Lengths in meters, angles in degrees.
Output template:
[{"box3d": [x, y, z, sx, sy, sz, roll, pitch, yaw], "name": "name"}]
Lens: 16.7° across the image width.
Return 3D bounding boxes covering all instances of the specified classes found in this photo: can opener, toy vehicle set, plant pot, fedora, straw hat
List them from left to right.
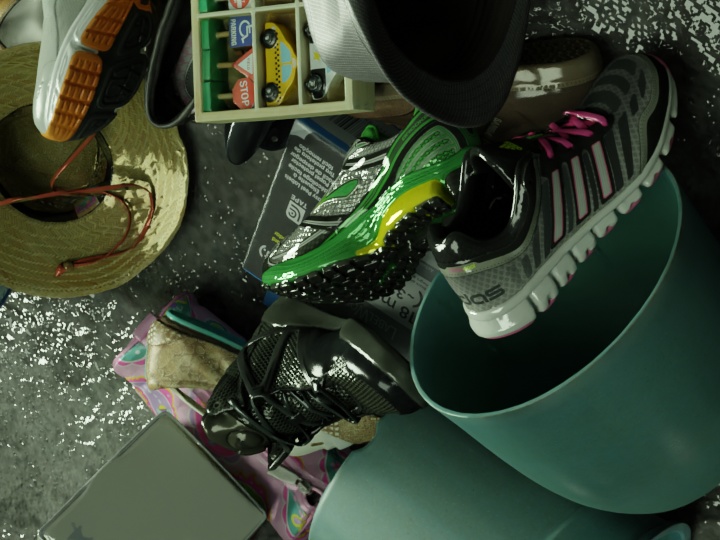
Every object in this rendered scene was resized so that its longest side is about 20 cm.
[{"box3d": [-0.223, -0.083, 1.743, 0.200, 0.085, 0.202, -6, 117, -11], "name": "straw hat"}, {"box3d": [-0.052, -0.196, 1.547, 0.124, 0.026, 0.201, -3, 88, 34], "name": "toy vehicle set"}, {"box3d": [-0.031, -0.157, 1.597, 0.063, 0.079, 0.200, 19, 119, -22], "name": "can opener"}, {"box3d": [0.021, -0.181, 1.464, 0.090, 0.176, 0.201, -6, 74, 41], "name": "fedora"}, {"box3d": [0.083, 0.192, 1.639, 0.196, 0.200, 0.201, 37, 130, 21], "name": "plant pot"}, {"box3d": [0.156, 0.054, 1.503, 0.200, 0.201, 0.161, -16, 131, 39], "name": "plant pot"}]

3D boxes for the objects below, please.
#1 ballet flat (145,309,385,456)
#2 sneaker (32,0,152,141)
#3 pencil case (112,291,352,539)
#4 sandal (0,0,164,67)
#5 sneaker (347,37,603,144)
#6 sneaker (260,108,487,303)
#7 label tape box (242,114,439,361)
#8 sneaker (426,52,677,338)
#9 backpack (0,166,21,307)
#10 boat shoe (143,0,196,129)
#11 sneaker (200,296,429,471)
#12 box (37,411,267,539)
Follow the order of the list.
[{"box3d": [-0.059, 0.091, 1.705, 0.199, 0.071, 0.066, 22, 95, 1], "name": "ballet flat"}, {"box3d": [-0.188, -0.187, 1.648, 0.092, 0.076, 0.201, 19, 91, 34], "name": "sneaker"}, {"box3d": [-0.084, 0.108, 1.762, 0.200, 0.087, 0.088, 45, 131, 8], "name": "pencil case"}, {"box3d": [-0.226, -0.170, 1.725, 0.199, 0.055, 0.082, 12, 121, 29], "name": "sandal"}, {"box3d": [0.066, -0.100, 1.555, 0.199, 0.070, 0.076, 0, 116, 35], "name": "sneaker"}, {"box3d": [0.010, -0.039, 1.556, 0.200, 0.078, 0.086, -33, 59, 37], "name": "sneaker"}, {"box3d": [0.000, 0.000, 1.660, 0.144, 0.063, 0.201, 34, 129, 15], "name": "label tape box"}, {"box3d": [0.110, -0.059, 1.447, 0.087, 0.200, 0.074, 43, 169, -31], "name": "sneaker"}, {"box3d": [-0.333, -0.039, 1.788, 0.146, 0.183, 0.201, -6, 120, 35], "name": "backpack"}, {"box3d": [-0.095, -0.174, 1.631, 0.067, 0.057, 0.201, 35, 129, 15], "name": "boat shoe"}, {"box3d": [-0.030, 0.084, 1.581, 0.076, 0.114, 0.199, 45, 165, -28], "name": "sneaker"}, {"box3d": [-0.155, 0.199, 1.779, 0.109, 0.128, 0.200, 44, 165, 4], "name": "box"}]
